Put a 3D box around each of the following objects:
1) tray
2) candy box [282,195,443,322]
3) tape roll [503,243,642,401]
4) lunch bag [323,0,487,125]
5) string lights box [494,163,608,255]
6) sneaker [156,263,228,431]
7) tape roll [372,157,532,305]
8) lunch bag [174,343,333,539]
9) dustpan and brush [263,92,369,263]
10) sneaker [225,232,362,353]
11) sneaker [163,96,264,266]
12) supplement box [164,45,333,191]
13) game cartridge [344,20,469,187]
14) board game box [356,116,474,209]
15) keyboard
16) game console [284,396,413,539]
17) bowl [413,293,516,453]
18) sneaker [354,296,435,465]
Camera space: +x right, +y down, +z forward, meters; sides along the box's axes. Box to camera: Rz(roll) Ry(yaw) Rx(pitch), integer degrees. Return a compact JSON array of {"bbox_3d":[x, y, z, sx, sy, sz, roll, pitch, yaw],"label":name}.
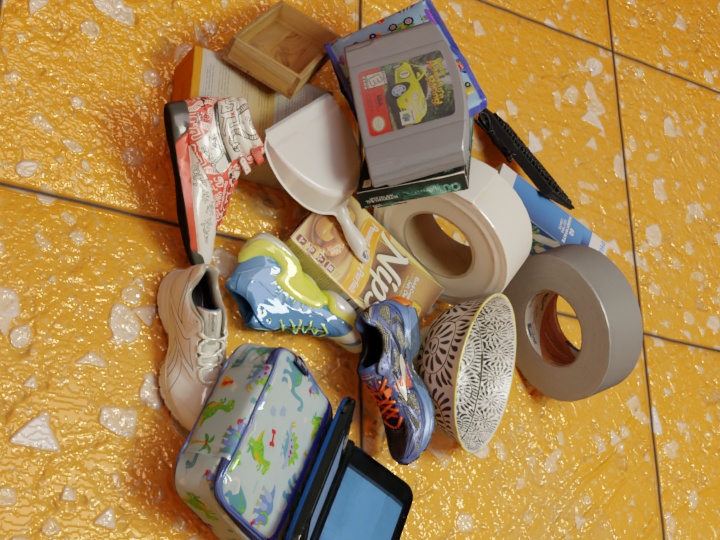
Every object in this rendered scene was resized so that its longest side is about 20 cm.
[{"bbox_3d":[-0.097,-0.285,1.449,0.098,0.037,0.200,31,30,-1],"label":"tray"},{"bbox_3d":[0.000,0.000,1.441,0.200,0.055,0.116,44,55,-9],"label":"candy box"},{"bbox_3d":[0.276,0.069,1.501,0.066,0.200,0.202,-15,79,-35],"label":"tape roll"},{"bbox_3d":[0.062,-0.223,1.415,0.150,0.094,0.201,-25,52,0],"label":"lunch bag"},{"bbox_3d":[0.238,-0.054,1.588,0.199,0.103,0.059,35,54,-15],"label":"string lights box"},{"bbox_3d":[-0.183,0.086,1.268,0.074,0.087,0.202,-2,72,-35],"label":"sneaker"},{"bbox_3d":[0.117,-0.052,1.447,0.203,0.202,0.071,48,54,-7],"label":"tape roll"},{"bbox_3d":[-0.109,0.193,1.244,0.161,0.082,0.201,60,43,-42],"label":"lunch bag"},{"bbox_3d":[-0.034,-0.100,1.387,0.139,0.057,0.201,-38,95,-42],"label":"dustpan and brush"},{"bbox_3d":[-0.084,0.053,1.368,0.200,0.076,0.105,43,72,-11],"label":"sneaker"},{"bbox_3d":[-0.161,-0.102,1.318,0.107,0.067,0.203,-11,104,-18],"label":"sneaker"},{"bbox_3d":[-0.137,-0.184,1.419,0.199,0.073,0.127,15,64,-27],"label":"supplement box"},{"bbox_3d":[0.059,-0.203,1.346,0.132,0.041,0.201,-14,63,4],"label":"game cartridge"},{"bbox_3d":[0.072,-0.151,1.404,0.201,0.134,0.028,-78,154,-53],"label":"board game box"},{"bbox_3d":[0.225,-0.168,1.606,0.127,0.021,0.201,21,28,-44],"label":"keyboard"},{"bbox_3d":[-0.006,0.277,1.282,0.117,0.171,0.201,19,53,5],"label":"game console"},{"bbox_3d":[0.118,0.122,1.422,0.200,0.094,0.203,-28,122,-58],"label":"bowl"},{"bbox_3d":[0.031,0.133,1.348,0.078,0.075,0.202,-2,76,-40],"label":"sneaker"}]
